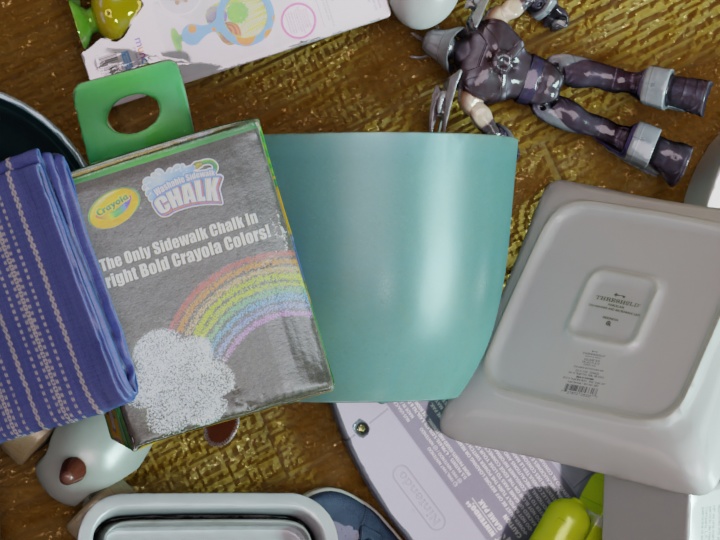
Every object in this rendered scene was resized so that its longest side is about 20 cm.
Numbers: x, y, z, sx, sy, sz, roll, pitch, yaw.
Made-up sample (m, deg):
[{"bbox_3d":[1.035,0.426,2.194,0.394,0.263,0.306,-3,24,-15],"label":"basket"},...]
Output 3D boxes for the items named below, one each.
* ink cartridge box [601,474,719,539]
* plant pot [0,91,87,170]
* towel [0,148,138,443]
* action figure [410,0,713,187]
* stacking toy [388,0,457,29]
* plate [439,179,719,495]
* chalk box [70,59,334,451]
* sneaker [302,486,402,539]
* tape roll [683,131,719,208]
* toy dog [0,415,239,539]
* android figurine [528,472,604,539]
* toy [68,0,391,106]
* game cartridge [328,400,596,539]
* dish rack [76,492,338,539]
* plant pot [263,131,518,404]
[{"bbox_3d":[0.254,0.191,1.668,0.199,0.084,0.147,-4,99,-36],"label":"ink cartridge box"},{"bbox_3d":[-0.255,-0.009,1.597,0.198,0.188,0.202,0,90,-8],"label":"plant pot"},{"bbox_3d":[-0.211,0.023,1.435,0.024,0.199,0.146,-24,95,-50],"label":"towel"},{"bbox_3d":[0.125,-0.119,1.707,0.199,0.069,0.131,20,95,0],"label":"action figure"},{"bbox_3d":[0.054,-0.254,1.669,0.145,0.146,0.202,15,98,-7],"label":"stacking toy"},{"bbox_3d":[0.164,0.031,1.640,0.198,0.032,0.201,11,64,32],"label":"plate"},{"bbox_3d":[-0.107,-0.014,1.464,0.124,0.124,0.202,-16,92,-10],"label":"chalk box"},{"bbox_3d":[0.021,0.229,1.684,0.075,0.085,0.201,-34,94,-6],"label":"sneaker"},{"bbox_3d":[0.317,-0.023,1.728,0.201,0.071,0.204,0,90,-8],"label":"tape roll"},{"bbox_3d":[-0.143,0.082,1.657,0.131,0.096,0.201,26,87,-7],"label":"toy dog"},{"bbox_3d":[0.176,0.210,1.703,0.182,0.041,0.201,36,84,-30],"label":"android figurine"},{"bbox_3d":[-0.093,-0.189,1.687,0.199,0.047,0.116,-18,96,-6],"label":"toy"},{"bbox_3d":[0.070,0.121,1.715,0.133,0.042,0.201,-36,95,-1],"label":"game cartridge"},{"bbox_3d":[-0.094,0.241,1.628,0.170,0.044,0.202,1,71,-15],"label":"dish rack"},{"bbox_3d":[0.000,0.000,1.611,0.199,0.201,0.162,-1,90,-7],"label":"plant pot"}]
